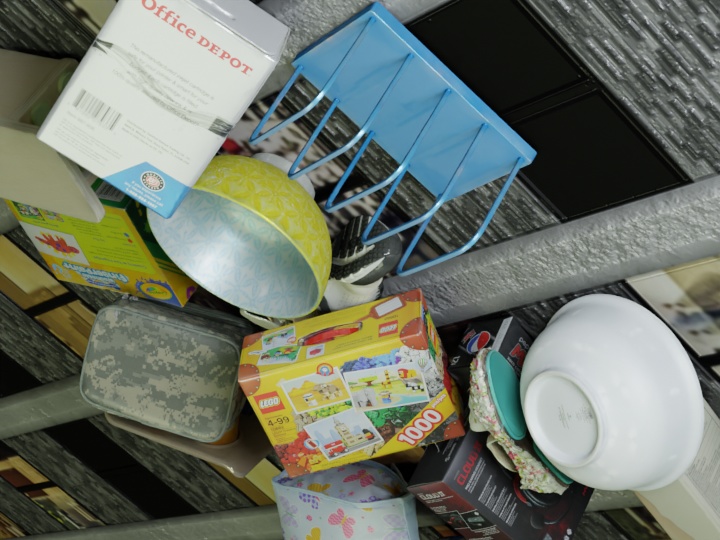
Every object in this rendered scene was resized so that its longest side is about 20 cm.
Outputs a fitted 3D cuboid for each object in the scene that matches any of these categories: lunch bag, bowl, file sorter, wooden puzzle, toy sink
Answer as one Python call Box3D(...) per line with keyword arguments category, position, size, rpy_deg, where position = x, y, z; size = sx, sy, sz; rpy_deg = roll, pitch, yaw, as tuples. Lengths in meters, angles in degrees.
Box3D(category="lunch bag", position=(-0.221, 0.105, 1.884), size=(0.200, 0.140, 0.168), rpy_deg=(15, -170, 7))
Box3D(category="bowl", position=(0.221, 0.130, 1.507), size=(0.201, 0.090, 0.201), rpy_deg=(22, 120, 43))
Box3D(category="file sorter", position=(0.023, -0.107, 1.393), size=(0.200, 0.123, 0.139), rpy_deg=(41, 149, -17))
Box3D(category="bowl", position=(-0.105, -0.054, 1.601), size=(0.200, 0.108, 0.200), rpy_deg=(23, 149, 15))
Box3D(category="wooden puzzle", position=(-0.188, 0.165, 1.960), size=(0.200, 0.185, 0.046), rpy_deg=(22, 120, 19))
Box3D(category="toy sink", position=(-0.338, -0.149, 1.668), size=(0.200, 0.112, 0.130), rpy_deg=(14, 147, 36))
Box3D(category="lunch bag", position=(0.001, 0.337, 2.039), size=(0.200, 0.127, 0.170), rpy_deg=(9, 119, 41))

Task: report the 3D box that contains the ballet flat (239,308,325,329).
Box3D(category="ballet flat", position=(-0.127, 0.013, 1.764), size=(0.200, 0.065, 0.071), rpy_deg=(37, 152, -10))

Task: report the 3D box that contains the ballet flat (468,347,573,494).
Box3D(category="ballet flat", position=(0.149, 0.161, 1.596), size=(0.064, 0.076, 0.200), rpy_deg=(-15, 124, 32))

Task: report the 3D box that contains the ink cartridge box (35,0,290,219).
Box3D(category="ink cartridge box", position=(-0.177, -0.170, 1.424), size=(0.145, 0.084, 0.200), rpy_deg=(33, 119, -11))

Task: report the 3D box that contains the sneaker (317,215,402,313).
Box3D(category="sneaker", position=(0.000, 0.000, 1.644), size=(0.080, 0.074, 0.200), rpy_deg=(25, 158, -19))

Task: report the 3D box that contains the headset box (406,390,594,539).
Box3D(category="headset box", position=(0.154, 0.224, 1.744), size=(0.200, 0.149, 0.075), rpy_deg=(42, 148, -17))

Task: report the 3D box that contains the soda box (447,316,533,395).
Box3D(category="soda box", position=(0.180, 0.141, 1.672), size=(0.063, 0.071, 0.200), rpy_deg=(-12, 130, 43))

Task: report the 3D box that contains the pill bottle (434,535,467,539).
Box3D(category="pill bottle", position=(0.172, 0.394, 2.021), size=(0.112, 0.112, 0.200), rpy_deg=(45, 149, -22))

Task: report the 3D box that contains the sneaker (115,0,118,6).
Box3D(category="sneaker", position=(-0.184, -0.181, 1.505), size=(0.077, 0.084, 0.200), rpy_deg=(10, 142, 30))

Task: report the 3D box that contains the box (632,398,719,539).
Box3D(category="box", position=(0.341, 0.212, 1.614), size=(0.078, 0.095, 0.200), rpy_deg=(-5, 133, 47))

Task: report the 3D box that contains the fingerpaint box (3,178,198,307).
Box3D(category="fingerpaint box", position=(-0.293, -0.052, 1.810), size=(0.200, 0.073, 0.167), rpy_deg=(10, 143, 33))

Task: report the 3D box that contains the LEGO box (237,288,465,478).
Box3D(category="LEGO box", position=(-0.006, 0.120, 1.653), size=(0.200, 0.077, 0.149), rpy_deg=(-16, 124, 13))
